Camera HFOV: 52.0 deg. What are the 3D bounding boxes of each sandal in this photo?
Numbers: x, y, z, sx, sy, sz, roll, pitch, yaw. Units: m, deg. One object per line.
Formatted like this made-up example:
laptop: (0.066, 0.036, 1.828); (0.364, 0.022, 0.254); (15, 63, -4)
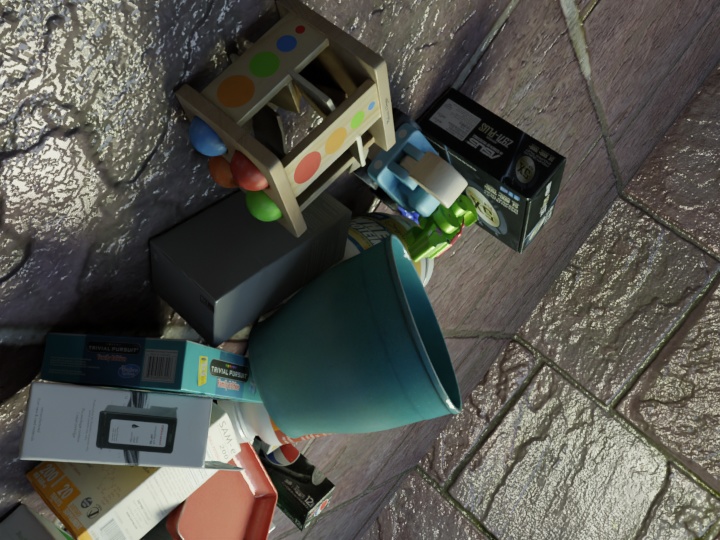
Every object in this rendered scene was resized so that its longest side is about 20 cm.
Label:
sandal: (-0.170, 0.226, 1.041); (0.048, 0.076, 0.202); (-17, 128, -8)

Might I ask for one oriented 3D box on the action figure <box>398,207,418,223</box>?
action figure: (0.084, -0.084, 1.182); (0.066, 0.052, 0.200); (-48, 162, -18)

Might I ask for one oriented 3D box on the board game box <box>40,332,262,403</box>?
board game box: (-0.199, 0.103, 0.762); (0.200, 0.149, 0.047); (40, 54, -70)

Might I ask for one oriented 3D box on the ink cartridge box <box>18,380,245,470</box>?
ink cartridge box: (-0.215, 0.150, 0.708); (0.116, 0.198, 0.069); (160, -62, -63)

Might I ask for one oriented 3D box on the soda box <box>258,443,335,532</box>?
soda box: (-0.134, 0.302, 1.145); (0.063, 0.200, 0.071); (-36, 155, -37)

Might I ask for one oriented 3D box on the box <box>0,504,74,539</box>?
box: (-0.379, 0.423, 0.840); (0.200, 0.198, 0.172); (-44, 158, -22)

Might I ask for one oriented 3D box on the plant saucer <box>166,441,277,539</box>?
plant saucer: (-0.176, 0.307, 0.944); (0.201, 0.036, 0.201); (-79, 154, -54)

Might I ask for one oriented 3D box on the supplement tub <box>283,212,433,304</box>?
supplement tub: (0.000, 0.000, 1.005); (0.199, 0.144, 0.145); (-22, 145, -53)

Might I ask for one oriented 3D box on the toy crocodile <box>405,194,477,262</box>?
toy crocodile: (0.111, -0.057, 0.998); (0.067, 0.062, 0.200); (-39, -176, 27)

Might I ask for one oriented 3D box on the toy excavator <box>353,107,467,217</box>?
toy excavator: (0.076, -0.116, 0.901); (0.100, 0.200, 0.194); (-51, 145, 1)

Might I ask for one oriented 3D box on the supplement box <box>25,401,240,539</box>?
supplement box: (-0.255, 0.218, 0.845); (0.200, 0.125, 0.074); (-39, 136, -30)

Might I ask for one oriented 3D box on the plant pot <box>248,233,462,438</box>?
plant pot: (-0.013, 0.088, 0.801); (0.186, 0.202, 0.200); (-22, 161, 10)

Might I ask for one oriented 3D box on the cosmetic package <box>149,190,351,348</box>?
cosmetic package: (-0.114, -0.021, 0.790); (0.199, 0.107, 0.091); (-35, 154, -31)

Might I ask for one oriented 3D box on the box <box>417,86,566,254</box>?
box: (0.183, -0.142, 1.069); (0.086, 0.199, 0.164); (-47, 160, -14)

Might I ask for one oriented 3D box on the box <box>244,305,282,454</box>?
box: (-0.108, 0.154, 1.094); (0.112, 0.101, 0.201); (-24, 146, -51)

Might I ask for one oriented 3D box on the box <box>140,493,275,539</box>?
box: (-0.250, 0.397, 1.101); (0.176, 0.097, 0.200); (-39, -172, -30)

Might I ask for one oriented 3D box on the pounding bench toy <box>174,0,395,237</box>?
pounding bench toy: (-0.064, -0.118, 0.707); (0.156, 0.124, 0.200); (-46, 159, -13)

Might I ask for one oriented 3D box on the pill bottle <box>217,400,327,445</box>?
pill bottle: (-0.075, 0.159, 0.942); (0.198, 0.113, 0.112); (-13, 157, 4)
